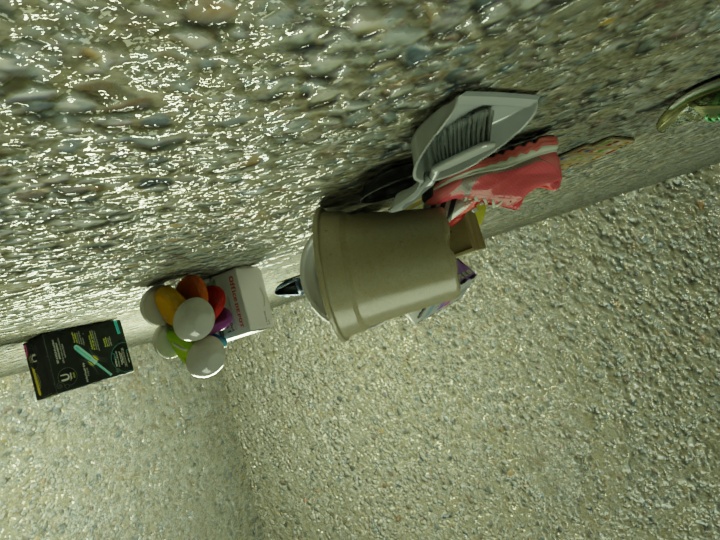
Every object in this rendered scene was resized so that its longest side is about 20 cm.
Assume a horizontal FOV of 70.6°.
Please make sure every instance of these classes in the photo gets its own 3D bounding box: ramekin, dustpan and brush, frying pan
[{"bbox_3d":[0.000,0.000,0.922,0.199,0.202,0.098,-18,-177,22],"label":"ramekin"},{"bbox_3d":[0.088,-0.119,0.559,0.139,0.058,0.200,-14,175,-38],"label":"dustpan and brush"},{"bbox_3d":[0.067,-0.118,0.700,0.114,0.031,0.190,-19,179,24],"label":"frying pan"}]

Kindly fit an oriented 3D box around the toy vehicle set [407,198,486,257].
[{"bbox_3d":[0.124,-0.072,0.912,0.026,0.125,0.200,-13,175,-37],"label":"toy vehicle set"}]

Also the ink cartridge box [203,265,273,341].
[{"bbox_3d":[-0.310,0.086,1.144,0.199,0.147,0.084,-19,174,26],"label":"ink cartridge box"}]

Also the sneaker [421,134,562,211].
[{"bbox_3d":[0.186,-0.117,0.708,0.199,0.087,0.074,-19,-174,10],"label":"sneaker"}]

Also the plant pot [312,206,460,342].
[{"bbox_3d":[0.045,-0.011,0.744,0.182,0.202,0.200,-11,177,7],"label":"plant pot"}]

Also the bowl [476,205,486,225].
[{"bbox_3d":[0.171,-0.086,1.040,0.199,0.108,0.200,-16,176,-1],"label":"bowl"}]

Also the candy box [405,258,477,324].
[{"bbox_3d":[0.125,0.006,1.078,0.199,0.168,0.072,-22,147,-48],"label":"candy box"}]

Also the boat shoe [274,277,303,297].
[{"bbox_3d":[-0.192,0.059,1.687,0.199,0.085,0.069,-21,-174,22],"label":"boat shoe"}]

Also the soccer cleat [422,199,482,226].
[{"bbox_3d":[0.146,-0.119,0.794,0.200,0.085,0.069,-43,-179,26],"label":"soccer cleat"}]

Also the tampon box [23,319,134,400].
[{"bbox_3d":[-0.728,0.228,1.318,0.126,0.151,0.200,-20,175,35],"label":"tampon box"}]

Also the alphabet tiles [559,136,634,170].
[{"bbox_3d":[0.425,-0.219,0.983,0.199,0.006,0.166,-13,174,-45],"label":"alphabet tiles"}]

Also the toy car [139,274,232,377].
[{"bbox_3d":[-0.330,0.103,1.023,0.174,0.201,0.150,15,-144,34],"label":"toy car"}]

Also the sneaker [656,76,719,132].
[{"bbox_3d":[0.512,-0.222,0.694,0.077,0.089,0.200,-14,176,-36],"label":"sneaker"}]
